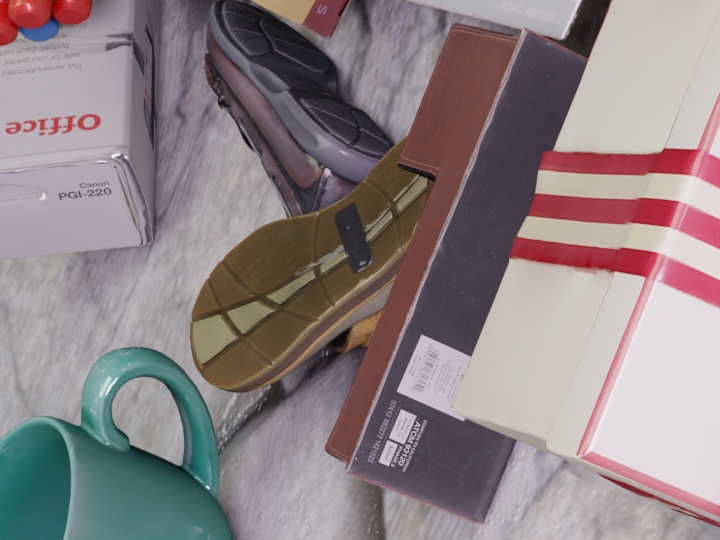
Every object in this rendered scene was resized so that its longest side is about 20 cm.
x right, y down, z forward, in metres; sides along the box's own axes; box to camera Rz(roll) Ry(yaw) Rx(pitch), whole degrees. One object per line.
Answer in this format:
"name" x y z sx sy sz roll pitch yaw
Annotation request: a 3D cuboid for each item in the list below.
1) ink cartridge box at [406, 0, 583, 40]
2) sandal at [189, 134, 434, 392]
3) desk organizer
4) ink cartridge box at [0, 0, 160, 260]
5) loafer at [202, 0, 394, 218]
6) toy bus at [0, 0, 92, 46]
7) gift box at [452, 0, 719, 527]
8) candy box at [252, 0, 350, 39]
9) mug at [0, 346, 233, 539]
"ink cartridge box" 0.096 -0.190 1.362 0.200 0.043 0.174 25 93 63
"sandal" 0.000 0.000 1.396 0.200 0.054 0.081 -35 45 24
"desk organizer" 0.046 -0.002 1.287 0.077 0.071 0.201 21 89 65
"ink cartridge box" -0.191 -0.107 1.698 0.085 0.145 0.201 77 -170 -50
"loafer" -0.043 -0.076 1.504 0.063 0.072 0.200 -63 30 17
"toy bus" -0.151 -0.216 1.601 0.199 0.135 0.193 -26 48 36
"gift box" 0.163 0.007 0.959 0.187 0.199 0.186 -171 98 -78
"candy box" -0.023 -0.208 1.539 0.117 0.056 0.200 -60 19 15
"mug" -0.120 0.150 1.426 0.185 0.114 0.153 -49 33 31
